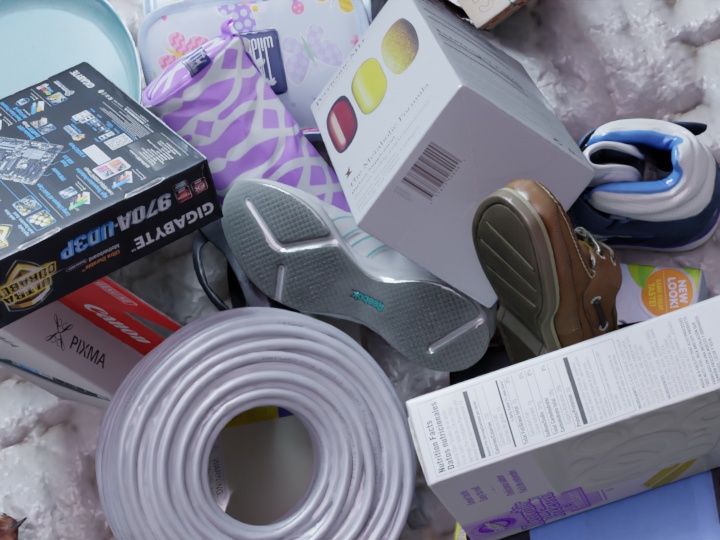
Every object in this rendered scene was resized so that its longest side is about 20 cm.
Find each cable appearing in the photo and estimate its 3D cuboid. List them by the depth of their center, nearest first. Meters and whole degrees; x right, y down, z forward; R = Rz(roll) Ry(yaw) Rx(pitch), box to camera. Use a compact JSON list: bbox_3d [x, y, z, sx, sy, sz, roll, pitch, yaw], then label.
[{"bbox_3d":[-0.064,0.125,1.351,0.199,0.069,0.201,-22,97,-13],"label":"cable"}]

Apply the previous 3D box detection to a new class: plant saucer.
[{"bbox_3d":[-0.239,-0.110,1.501,0.199,0.027,0.201,-6,72,19],"label":"plant saucer"}]

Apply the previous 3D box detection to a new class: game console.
[{"bbox_3d":[0.160,0.119,1.345,0.199,0.031,0.178,-10,71,11],"label":"game console"}]

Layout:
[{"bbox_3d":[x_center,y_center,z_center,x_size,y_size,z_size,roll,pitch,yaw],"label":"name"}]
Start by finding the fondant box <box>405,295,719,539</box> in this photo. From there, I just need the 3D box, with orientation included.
[{"bbox_3d":[0.141,0.092,1.269,0.199,0.144,0.058,-18,65,8],"label":"fondant box"}]

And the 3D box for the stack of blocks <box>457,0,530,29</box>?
[{"bbox_3d":[0.051,-0.261,1.455,0.058,0.115,0.200,-36,89,13],"label":"stack of blocks"}]

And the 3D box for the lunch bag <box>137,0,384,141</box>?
[{"bbox_3d":[-0.067,-0.186,1.514,0.169,0.127,0.201,-4,74,8],"label":"lunch bag"}]

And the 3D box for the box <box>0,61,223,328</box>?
[{"bbox_3d":[-0.200,-0.054,1.351,0.159,0.046,0.200,-27,34,-18],"label":"box"}]

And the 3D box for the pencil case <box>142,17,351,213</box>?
[{"bbox_3d":[-0.062,-0.072,1.450,0.085,0.084,0.200,-42,110,-15],"label":"pencil case"}]

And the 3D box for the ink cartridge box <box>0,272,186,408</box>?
[{"bbox_3d":[-0.188,0.046,1.412,0.176,0.200,0.045,9,73,34],"label":"ink cartridge box"}]

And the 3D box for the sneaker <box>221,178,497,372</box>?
[{"bbox_3d":[0.000,0.000,1.399,0.200,0.080,0.071,30,111,8],"label":"sneaker"}]

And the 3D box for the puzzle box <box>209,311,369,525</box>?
[{"bbox_3d":[-0.050,0.121,1.464,0.132,0.025,0.201,-12,69,12],"label":"puzzle box"}]

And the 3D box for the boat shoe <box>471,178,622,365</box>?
[{"bbox_3d":[0.117,0.001,1.286,0.068,0.200,0.072,-34,60,-13],"label":"boat shoe"}]

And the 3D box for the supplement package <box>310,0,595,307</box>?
[{"bbox_3d":[0.053,-0.085,1.379,0.114,0.109,0.200,-53,23,14],"label":"supplement package"}]

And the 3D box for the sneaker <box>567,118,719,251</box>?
[{"bbox_3d":[0.137,-0.059,1.404,0.199,0.146,0.081,-1,72,15],"label":"sneaker"}]

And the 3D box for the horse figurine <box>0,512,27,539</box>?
[{"bbox_3d":[-0.334,0.236,1.486,0.132,0.050,0.201,25,72,4],"label":"horse figurine"}]

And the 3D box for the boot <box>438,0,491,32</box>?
[{"bbox_3d":[0.073,-0.286,1.537,0.200,0.072,0.166,41,85,20],"label":"boot"}]

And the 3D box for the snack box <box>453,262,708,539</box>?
[{"bbox_3d":[0.146,0.095,1.402,0.142,0.053,0.201,4,74,15],"label":"snack box"}]

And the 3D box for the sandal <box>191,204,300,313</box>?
[{"bbox_3d":[-0.091,-0.005,1.477,0.043,0.076,0.200,-37,43,3],"label":"sandal"}]
